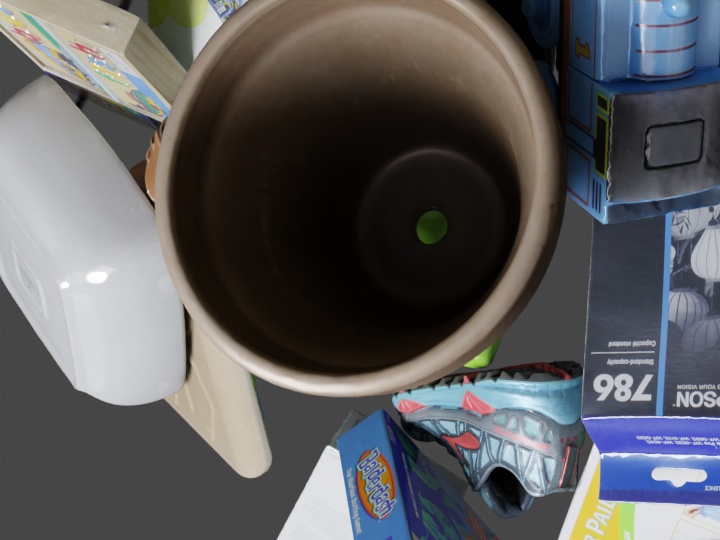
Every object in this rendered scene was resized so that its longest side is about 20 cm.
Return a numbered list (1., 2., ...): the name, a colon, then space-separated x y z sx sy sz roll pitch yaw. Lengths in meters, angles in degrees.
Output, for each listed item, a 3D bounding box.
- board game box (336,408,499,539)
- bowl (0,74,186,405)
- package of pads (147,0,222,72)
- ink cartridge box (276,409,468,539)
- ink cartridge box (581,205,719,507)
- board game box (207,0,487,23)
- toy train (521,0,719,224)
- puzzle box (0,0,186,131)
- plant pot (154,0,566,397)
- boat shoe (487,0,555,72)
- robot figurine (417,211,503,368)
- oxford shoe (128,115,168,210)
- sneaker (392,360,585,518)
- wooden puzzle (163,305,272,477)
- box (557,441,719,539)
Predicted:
1. board game box: 0.065 0.209 0.902 0.045 0.153 0.200 -35 116 10
2. bowl: -0.201 -0.007 0.938 0.200 0.074 0.201 48 153 27
3. package of pads: -0.037 -0.173 0.802 0.198 0.068 0.156 21 130 20
4. ink cartridge box: -0.004 0.211 1.062 0.108 0.050 0.201 32 132 6
5. ink cartridge box: 0.178 0.029 0.752 0.098 0.203 0.039 -4 163 31
6. board game box: -0.020 -0.201 0.685 0.199 0.062 0.201 -26 104 42
7. toy train: 0.131 -0.126 0.655 0.085 0.114 0.203 -9 116 -16
8. puzzle box: -0.167 -0.135 0.847 0.132 0.026 0.200 25 173 15
9. plant pot: 0.018 -0.032 0.685 0.197 0.174 0.204 -3 81 17
10. boat shoe: 0.083 -0.110 0.783 0.074 0.062 0.202 14 129 18
11. robot figurine: 0.000 0.000 0.868 0.197 0.117 0.176 15 159 19
12. oxford shoe: -0.109 -0.070 0.851 0.071 0.072 0.199 47 155 -23
13. sneaker: 0.078 0.114 0.877 0.200 0.078 0.097 159 107 -68
14. wooden puzzle: -0.129 0.034 0.981 0.199 0.046 0.188 24 133 53
15. box: 0.191 0.154 0.868 0.100 0.113 0.202 22 131 13
